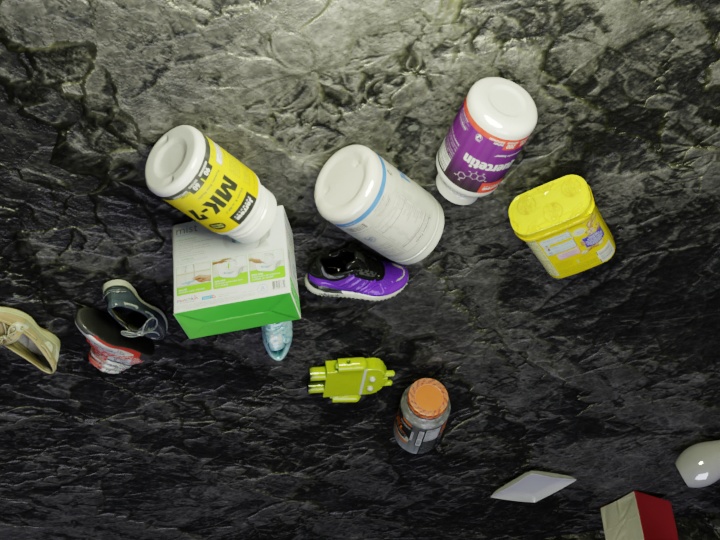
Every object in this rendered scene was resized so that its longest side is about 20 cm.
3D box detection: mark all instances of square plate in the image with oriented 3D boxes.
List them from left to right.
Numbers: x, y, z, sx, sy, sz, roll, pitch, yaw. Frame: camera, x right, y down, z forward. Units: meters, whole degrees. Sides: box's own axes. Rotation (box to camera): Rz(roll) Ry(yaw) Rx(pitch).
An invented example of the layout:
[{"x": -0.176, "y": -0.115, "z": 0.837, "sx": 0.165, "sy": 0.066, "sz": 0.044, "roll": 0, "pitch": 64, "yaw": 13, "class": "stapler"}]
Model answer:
[{"x": 0.534, "y": 0.667, "z": 2.940, "sx": 0.198, "sy": 0.029, "sz": 0.198, "roll": 15, "pitch": 141, "yaw": -32, "class": "square plate"}]

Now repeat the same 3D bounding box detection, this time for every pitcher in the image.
[{"x": 1.058, "y": 0.570, "z": 2.856, "sx": 0.198, "sy": 0.122, "sz": 0.171, "roll": -32, "pitch": 158, "yaw": 14, "class": "pitcher"}]

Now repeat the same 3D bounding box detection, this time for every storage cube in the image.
[{"x": 0.941, "y": 0.870, "z": 3.204, "sx": 0.178, "sy": 0.202, "sz": 0.171, "roll": 20, "pitch": 139, "yaw": -27, "class": "storage cube"}]

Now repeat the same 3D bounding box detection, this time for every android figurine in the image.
[{"x": -0.022, "y": 0.246, "z": 2.149, "sx": 0.196, "sy": 0.042, "sz": 0.183, "roll": -1, "pitch": 146, "yaw": -10, "class": "android figurine"}]

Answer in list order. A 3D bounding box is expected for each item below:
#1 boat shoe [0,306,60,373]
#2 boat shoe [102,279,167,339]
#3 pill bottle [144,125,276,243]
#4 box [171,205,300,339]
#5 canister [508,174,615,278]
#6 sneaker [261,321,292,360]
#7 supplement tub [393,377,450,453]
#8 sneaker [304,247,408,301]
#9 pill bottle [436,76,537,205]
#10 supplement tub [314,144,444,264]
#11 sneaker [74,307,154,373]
[{"x": -0.644, "y": 0.131, "z": 1.795, "sx": 0.072, "sy": 0.064, "sz": 0.201, "roll": -18, "pitch": 146, "yaw": 14, "class": "boat shoe"}, {"x": -0.420, "y": 0.089, "z": 1.787, "sx": 0.074, "sy": 0.063, "sz": 0.201, "roll": -14, "pitch": 147, "yaw": 5, "class": "boat shoe"}, {"x": -0.224, "y": -0.126, "z": 1.459, "sx": 0.113, "sy": 0.116, "sz": 0.199, "roll": -25, "pitch": 144, "yaw": 24, "class": "pill bottle"}, {"x": -0.211, "y": 0.000, "z": 1.596, "sx": 0.197, "sy": 0.179, "sz": 0.097, "roll": -11, "pitch": 147, "yaw": 3, "class": "box"}, {"x": 0.369, "y": -0.073, "z": 1.714, "sx": 0.147, "sy": 0.088, "sz": 0.200, "roll": -22, "pitch": 147, "yaw": 19, "class": "canister"}, {"x": -0.162, "y": 0.110, "z": 1.864, "sx": 0.073, "sy": 0.083, "sz": 0.201, "roll": -9, "pitch": 147, "yaw": -2, "class": "sneaker"}, {"x": 0.148, "y": 0.345, "z": 2.264, "sx": 0.120, "sy": 0.124, "sz": 0.201, "roll": -3, "pitch": 146, "yaw": -9, "class": "supplement tub"}, {"x": 0.000, "y": 0.000, "z": 1.749, "sx": 0.197, "sy": 0.070, "sz": 0.100, "roll": -1, "pitch": 144, "yaw": -13, "class": "sneaker"}, {"x": 0.185, "y": -0.192, "z": 1.460, "sx": 0.111, "sy": 0.114, "sz": 0.201, "roll": 3, "pitch": 146, "yaw": -17, "class": "pill bottle"}, {"x": 0.031, "y": -0.104, "z": 1.539, "sx": 0.131, "sy": 0.134, "sz": 0.199, "roll": -28, "pitch": 144, "yaw": 28, "class": "supplement tub"}, {"x": -0.505, "y": 0.144, "z": 1.847, "sx": 0.107, "sy": 0.068, "sz": 0.201, "roll": -27, "pitch": 146, "yaw": 22, "class": "sneaker"}]
